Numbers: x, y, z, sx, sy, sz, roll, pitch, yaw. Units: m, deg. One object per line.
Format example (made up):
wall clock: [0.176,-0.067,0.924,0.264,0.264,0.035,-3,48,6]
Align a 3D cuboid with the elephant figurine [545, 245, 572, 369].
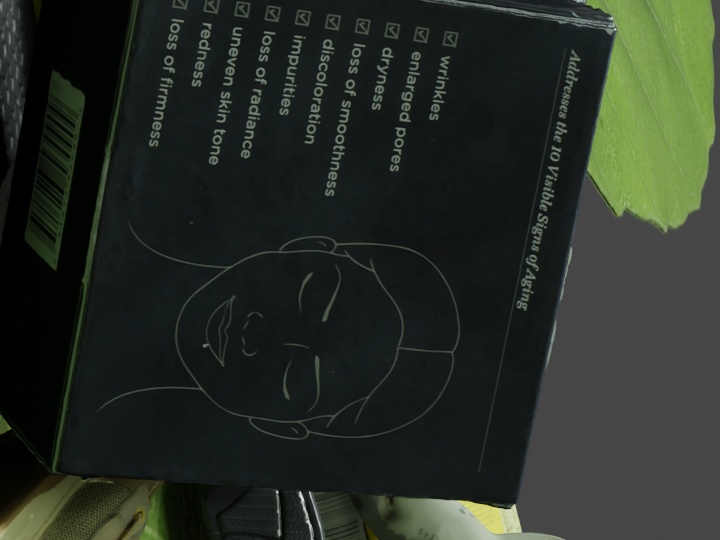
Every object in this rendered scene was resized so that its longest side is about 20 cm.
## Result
elephant figurine: [0.000,0.000,1.399,0.155,0.199,0.142,-48,149,-74]

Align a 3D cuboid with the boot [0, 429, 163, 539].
boot: [-0.113,0.146,1.116,0.200,0.072,0.156,-43,121,-67]

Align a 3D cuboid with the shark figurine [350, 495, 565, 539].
shark figurine: [0.045,0.200,1.338,0.090,0.127,0.215,127,-32,-49]

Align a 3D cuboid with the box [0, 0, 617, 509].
box: [-0.028,-0.024,1.086,0.124,0.196,0.201,-145,-116,-64]

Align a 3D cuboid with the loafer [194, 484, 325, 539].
loafer: [-0.062,0.067,1.342,0.063,0.071,0.201,138,-58,-78]

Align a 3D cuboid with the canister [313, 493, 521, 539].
canister: [0.025,0.173,1.431,0.148,0.086,0.201,-19,100,-32]

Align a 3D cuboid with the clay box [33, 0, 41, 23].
clay box: [-0.101,-0.090,1.199,0.047,0.115,0.201,-15,95,-41]

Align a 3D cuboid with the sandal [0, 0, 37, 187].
sandal: [-0.161,-0.070,1.111,0.200,0.045,0.075,-79,162,-64]

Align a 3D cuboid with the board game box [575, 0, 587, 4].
board game box: [0.040,-0.097,1.343,0.028,0.134,0.201,59,33,-56]
